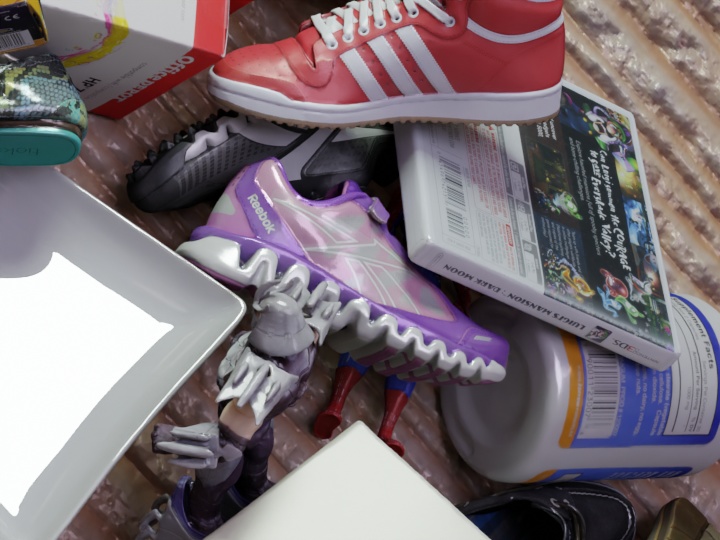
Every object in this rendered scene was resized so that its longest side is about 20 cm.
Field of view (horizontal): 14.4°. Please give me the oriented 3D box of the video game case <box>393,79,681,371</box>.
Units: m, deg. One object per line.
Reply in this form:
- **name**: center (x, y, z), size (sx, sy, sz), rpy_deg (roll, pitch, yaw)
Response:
- **video game case**: center (0.096, -0.050, 1.634), size (0.182, 0.023, 0.200), rpy_deg (23, 39, -27)

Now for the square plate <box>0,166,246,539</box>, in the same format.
- **square plate**: center (-0.191, 0.032, 1.461), size (0.198, 0.028, 0.200), rpy_deg (34, 55, 7)

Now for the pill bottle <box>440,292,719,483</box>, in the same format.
- **pill bottle**: center (0.156, 0.068, 1.685), size (0.200, 0.112, 0.112), rpy_deg (1, 76, -36)

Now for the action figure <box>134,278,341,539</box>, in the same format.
- **action figure**: center (-0.064, 0.081, 1.474), size (0.069, 0.200, 0.130), rpy_deg (31, 41, 17)

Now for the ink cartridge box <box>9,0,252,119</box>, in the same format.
- **ink cartridge box**: center (-0.149, -0.140, 1.523), size (0.200, 0.116, 0.067), rpy_deg (14, 68, -31)

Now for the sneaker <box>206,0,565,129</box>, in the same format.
- **sneaker**: center (0.017, -0.138, 1.545), size (0.199, 0.071, 0.113), rpy_deg (-2, 117, -15)

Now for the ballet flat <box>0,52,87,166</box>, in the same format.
- **ballet flat**: center (-0.241, -0.085, 1.463), size (0.200, 0.074, 0.074), rpy_deg (-1, 77, -22)

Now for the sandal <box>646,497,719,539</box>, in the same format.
- **sandal**: center (0.177, 0.196, 1.680), size (0.080, 0.054, 0.200), rpy_deg (58, 28, -8)

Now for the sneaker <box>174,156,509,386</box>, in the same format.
- **sneaker**: center (0.000, 0.000, 1.558), size (0.200, 0.080, 0.089), rpy_deg (25, 73, -18)

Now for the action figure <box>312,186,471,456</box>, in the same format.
- **action figure**: center (0.030, 0.012, 1.649), size (0.065, 0.052, 0.200), rpy_deg (23, 61, -8)

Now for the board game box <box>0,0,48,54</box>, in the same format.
- **board game box**: center (-0.266, -0.173, 1.403), size (0.199, 0.057, 0.166), rpy_deg (-13, 72, 1)

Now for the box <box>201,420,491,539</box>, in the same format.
- **box**: center (-0.039, 0.196, 1.465), size (0.200, 0.128, 0.109), rpy_deg (-36, 65, -29)

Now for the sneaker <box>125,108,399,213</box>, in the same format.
- **sneaker**: center (-0.041, -0.057, 1.608), size (0.200, 0.066, 0.091), rpy_deg (-25, 90, -40)

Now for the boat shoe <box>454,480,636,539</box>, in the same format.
- **boat shoe**: center (0.094, 0.154, 1.643), size (0.200, 0.066, 0.070), rpy_deg (-2, 79, -37)
